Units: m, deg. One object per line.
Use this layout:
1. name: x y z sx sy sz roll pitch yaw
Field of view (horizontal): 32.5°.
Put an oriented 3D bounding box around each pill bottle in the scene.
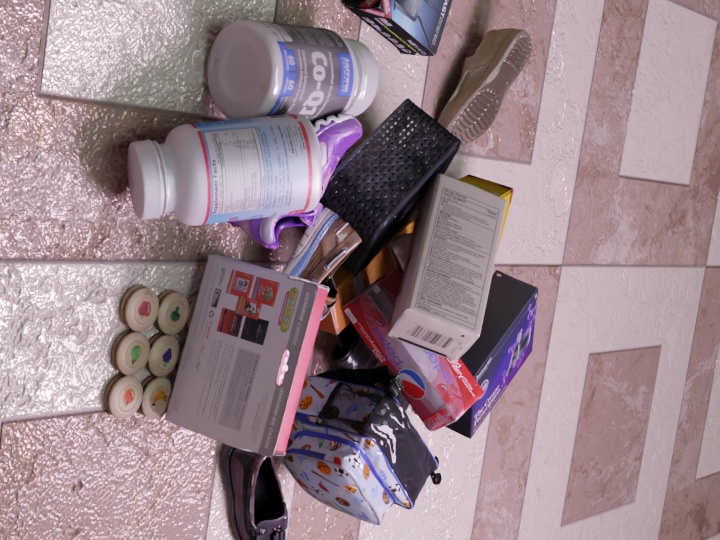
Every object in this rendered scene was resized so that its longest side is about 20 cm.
1. pill bottle: -0.148 -0.108 1.345 0.197 0.109 0.111 -8 109 -20
2. pill bottle: -0.074 -0.229 1.450 0.199 0.113 0.116 -8 107 -51

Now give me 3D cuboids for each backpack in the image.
1. backpack: -0.016 0.226 1.605 0.154 0.189 0.202 -45 130 -27

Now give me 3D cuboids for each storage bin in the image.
1. storage bin: 0.028 -0.107 1.588 0.200 0.093 0.136 -46 172 -33

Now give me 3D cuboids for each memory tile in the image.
1. memory tile: -0.213 0.101 1.449 0.199 0.017 0.156 9 94 -54

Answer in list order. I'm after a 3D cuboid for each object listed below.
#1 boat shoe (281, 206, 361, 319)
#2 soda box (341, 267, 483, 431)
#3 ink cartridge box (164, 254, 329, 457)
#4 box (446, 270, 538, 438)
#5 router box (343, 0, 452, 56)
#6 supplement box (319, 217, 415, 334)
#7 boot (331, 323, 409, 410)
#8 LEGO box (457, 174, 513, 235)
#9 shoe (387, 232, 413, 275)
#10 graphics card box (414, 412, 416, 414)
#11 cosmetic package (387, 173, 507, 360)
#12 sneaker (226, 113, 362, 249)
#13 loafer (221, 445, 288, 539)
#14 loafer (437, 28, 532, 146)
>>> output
1. boat shoe: -0.066 0.025 1.517 0.202 0.072 0.072 -61 171 25
2. soda box: 0.067 0.103 1.586 0.070 0.063 0.201 -36 92 -40
3. ink cartridge box: -0.115 0.101 1.418 0.083 0.174 0.203 18 87 -52
4. box: 0.180 0.121 1.809 0.200 0.078 0.142 -49 148 -36
5. router box: 0.068 -0.405 1.626 0.149 0.061 0.203 25 80 -54
6. supplement box: 0.000 0.000 1.657 0.200 0.066 0.070 -43 132 -36
7. boot: 0.032 0.112 1.725 0.133 0.069 0.200 57 23 -12
8. LEGO box: 0.145 -0.044 1.756 0.200 0.076 0.151 -30 136 -68
9. shoe: 0.080 0.048 1.647 0.053 0.070 0.203 -14 95 -19
10. graphics card box: 0.154 0.132 1.913 0.199 0.050 0.127 -27 121 -45
11. cosmetic package: 0.110 -0.004 1.553 0.087 0.102 0.202 124 -15 -60
12. sneaker: -0.068 -0.100 1.461 0.200 0.089 0.081 -41 166 -6
13. loafer: -0.126 0.302 1.584 0.072 0.062 0.202 -40 130 -38
14. loafer: 0.173 -0.269 1.807 0.201 0.068 0.076 -53 138 -5
